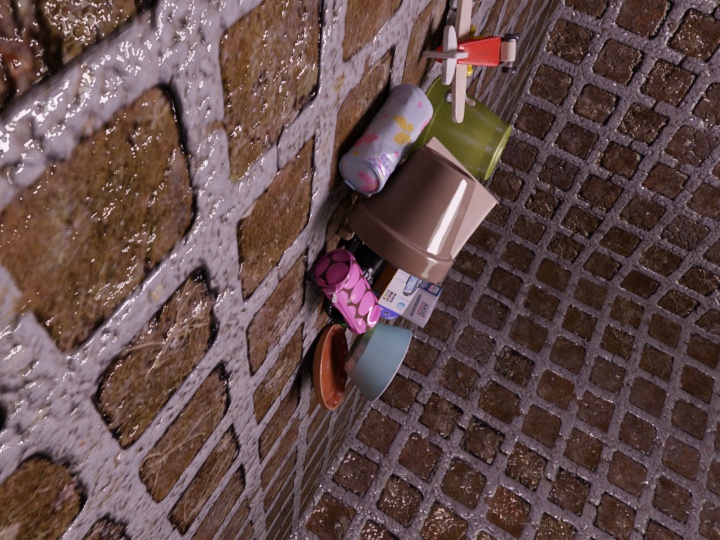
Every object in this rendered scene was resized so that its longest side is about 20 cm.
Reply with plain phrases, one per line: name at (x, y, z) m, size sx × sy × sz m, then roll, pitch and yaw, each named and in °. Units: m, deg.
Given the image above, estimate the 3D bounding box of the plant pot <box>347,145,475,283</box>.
plant pot at (0.105, -0.106, 1.022) m, size 0.176 × 0.199 × 0.200 m, roll -55°, pitch 171°, yaw 17°

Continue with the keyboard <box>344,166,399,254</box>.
keyboard at (0.019, -0.118, 1.175) m, size 0.202 × 0.020 × 0.127 m, roll -62°, pitch -166°, yaw 13°

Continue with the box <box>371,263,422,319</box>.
box at (0.098, 0.017, 1.407) m, size 0.201 × 0.041 × 0.119 m, roll -56°, pitch 143°, yaw 5°

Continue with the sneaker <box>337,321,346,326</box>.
sneaker at (-0.020, 0.104, 1.481) m, size 0.200 × 0.082 × 0.075 m, roll 145°, pitch -42°, yaw -77°

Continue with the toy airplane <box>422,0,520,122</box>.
toy airplane at (0.194, -0.419, 1.158) m, size 0.199 × 0.141 × 0.201 m, roll 39°, pitch 87°, yaw -40°

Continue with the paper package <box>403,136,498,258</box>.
paper package at (0.149, -0.137, 1.258) m, size 0.191 × 0.200 × 0.103 m, roll -50°, pitch -169°, yaw -16°

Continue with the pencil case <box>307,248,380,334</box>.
pencil case at (-0.023, 0.049, 1.162) m, size 0.201 × 0.089 × 0.095 m, roll 56°, pitch 22°, yaw -52°

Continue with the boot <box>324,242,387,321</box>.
boot at (0.002, 0.002, 1.317) m, size 0.158 × 0.079 × 0.213 m, roll -46°, pitch 160°, yaw -56°

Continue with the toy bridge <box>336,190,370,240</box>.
toy bridge at (0.009, -0.151, 1.136) m, size 0.202 × 0.027 × 0.067 m, roll -67°, pitch 169°, yaw 22°

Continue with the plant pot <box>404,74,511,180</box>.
plant pot at (0.226, -0.301, 1.352) m, size 0.202 × 0.191 × 0.201 m, roll -57°, pitch 167°, yaw -21°

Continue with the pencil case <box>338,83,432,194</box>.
pencil case at (0.043, -0.220, 1.001) m, size 0.090 × 0.083 × 0.201 m, roll -6°, pitch -136°, yaw 50°

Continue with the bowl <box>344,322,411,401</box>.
bowl at (0.031, 0.209, 1.488) m, size 0.203 × 0.104 × 0.201 m, roll -59°, pitch -175°, yaw 8°

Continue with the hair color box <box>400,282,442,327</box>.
hair color box at (0.101, 0.051, 1.561) m, size 0.060 × 0.198 × 0.101 m, roll -42°, pitch 157°, yaw -59°

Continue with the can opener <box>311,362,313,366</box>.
can opener at (-0.092, 0.274, 1.563) m, size 0.053 × 0.066 × 0.201 m, roll -57°, pitch 162°, yaw -28°

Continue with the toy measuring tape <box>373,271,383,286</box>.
toy measuring tape at (0.077, 0.017, 1.477) m, size 0.198 × 0.074 × 0.074 m, roll -28°, pitch 152°, yaw -26°

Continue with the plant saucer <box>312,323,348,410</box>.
plant saucer at (-0.073, 0.230, 1.450) m, size 0.200 × 0.032 × 0.204 m, roll 0°, pitch 90°, yaw -74°
